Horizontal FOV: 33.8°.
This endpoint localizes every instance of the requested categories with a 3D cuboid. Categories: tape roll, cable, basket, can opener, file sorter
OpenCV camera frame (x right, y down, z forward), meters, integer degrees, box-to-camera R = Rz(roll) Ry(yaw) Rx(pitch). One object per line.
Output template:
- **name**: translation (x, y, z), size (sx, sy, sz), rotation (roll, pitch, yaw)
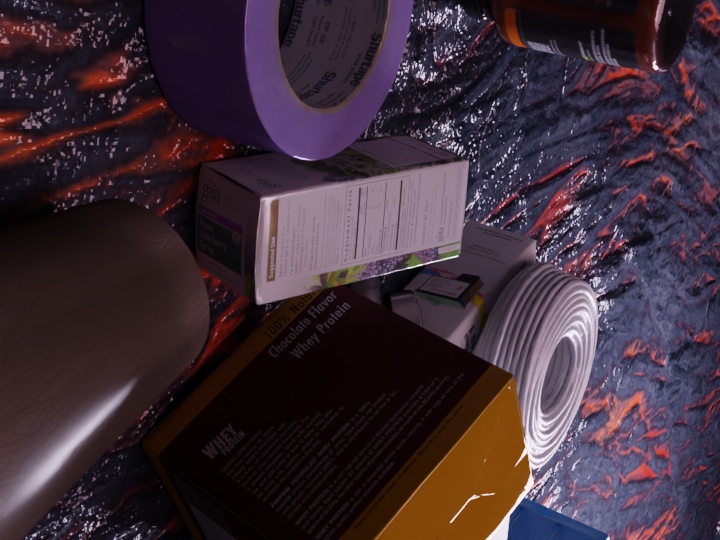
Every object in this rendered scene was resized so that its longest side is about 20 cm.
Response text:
- **tape roll**: translation (-0.048, -0.181, 0.793), size (0.199, 0.084, 0.203), rotation (-35, 133, -47)
- **cable**: translation (0.170, 0.093, 1.156), size (0.199, 0.068, 0.203), rotation (22, 86, -61)
- **basket**: translation (-0.182, 0.050, 0.634), size (0.200, 0.134, 0.183), rotation (-37, 130, -52)
- **can opener**: translation (0.000, 0.000, 1.002), size (0.078, 0.063, 0.203), rotation (-23, 119, -21)
- **file sorter**: translation (0.156, 0.338, 1.304), size (0.123, 0.198, 0.140), rotation (-42, 139, -39)

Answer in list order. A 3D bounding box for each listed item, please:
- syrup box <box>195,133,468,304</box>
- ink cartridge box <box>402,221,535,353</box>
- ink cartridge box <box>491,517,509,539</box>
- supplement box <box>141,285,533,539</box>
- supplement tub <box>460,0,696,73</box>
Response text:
- **syrup box**: translation (-0.018, -0.042, 0.869), size (0.198, 0.078, 0.083), rotation (-14, 118, -38)
- **ink cartridge box**: translation (0.095, 0.069, 1.171), size (0.200, 0.083, 0.147), rotation (-44, 140, -41)
- **ink cartridge box**: translation (0.018, 0.221, 0.999), size (0.083, 0.198, 0.147), rotation (-29, 130, -48)
- **supplement box**: translation (-0.013, 0.142, 0.873), size (0.197, 0.199, 0.134), rotation (-45, 140, -25)
- **supplement tub**: translation (0.189, -0.245, 1.054), size (0.107, 0.198, 0.108), rotation (-38, 137, -47)
